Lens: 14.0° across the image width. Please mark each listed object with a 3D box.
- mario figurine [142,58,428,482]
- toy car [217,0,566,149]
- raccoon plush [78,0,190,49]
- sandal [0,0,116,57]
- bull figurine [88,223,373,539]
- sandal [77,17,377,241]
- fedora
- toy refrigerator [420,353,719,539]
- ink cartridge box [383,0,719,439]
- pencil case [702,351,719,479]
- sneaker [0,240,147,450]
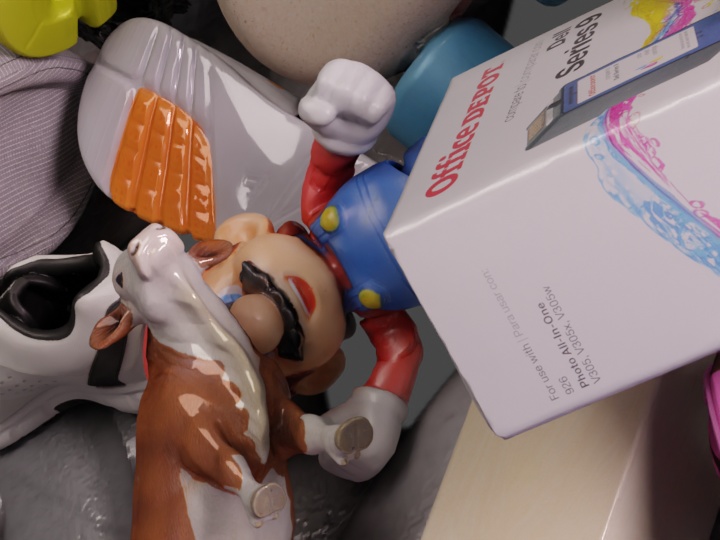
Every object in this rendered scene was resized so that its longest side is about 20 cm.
[{"bbox_3d":[0.000,0.000,1.142,0.199,0.106,0.124,-31,53,14],"label":"mario figurine"},{"bbox_3d":[0.038,-0.173,1.257,0.177,0.184,0.200,-55,-13,30],"label":"toy car"},{"bbox_3d":[-0.121,-0.193,1.395,0.134,0.200,0.097,-55,1,-10],"label":"raccoon plush"},{"bbox_3d":[-0.096,-0.176,1.315,0.199,0.080,0.087,-27,51,-21],"label":"sandal"},{"bbox_3d":[-0.051,0.082,1.092,0.065,0.201,0.121,-12,25,-28],"label":"bull figurine"},{"bbox_3d":[-0.041,-0.038,1.271,0.206,0.059,0.080,33,100,33],"label":"sandal"},{"bbox_3d":[-0.178,-0.058,1.330,0.090,0.178,0.200,9,25,32],"label":"fedora"},{"bbox_3d":[0.094,0.042,1.048,0.076,0.070,0.201,1,59,38],"label":"toy refrigerator"},{"bbox_3d":[0.120,-0.043,0.940,0.199,0.088,0.145,-26,16,22],"label":"ink cartridge box"},{"bbox_3d":[0.200,0.021,0.939,0.199,0.091,0.094,-32,83,19],"label":"pencil case"},{"bbox_3d":[-0.149,0.027,1.300,0.199,0.080,0.074,-16,49,38],"label":"sneaker"}]
